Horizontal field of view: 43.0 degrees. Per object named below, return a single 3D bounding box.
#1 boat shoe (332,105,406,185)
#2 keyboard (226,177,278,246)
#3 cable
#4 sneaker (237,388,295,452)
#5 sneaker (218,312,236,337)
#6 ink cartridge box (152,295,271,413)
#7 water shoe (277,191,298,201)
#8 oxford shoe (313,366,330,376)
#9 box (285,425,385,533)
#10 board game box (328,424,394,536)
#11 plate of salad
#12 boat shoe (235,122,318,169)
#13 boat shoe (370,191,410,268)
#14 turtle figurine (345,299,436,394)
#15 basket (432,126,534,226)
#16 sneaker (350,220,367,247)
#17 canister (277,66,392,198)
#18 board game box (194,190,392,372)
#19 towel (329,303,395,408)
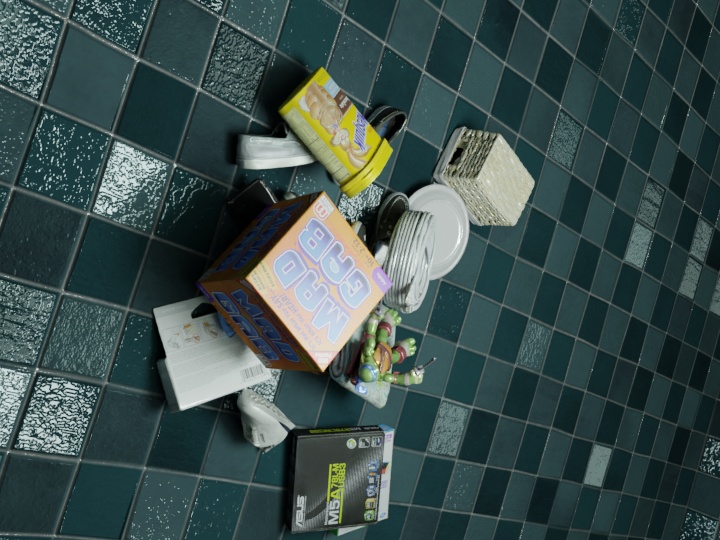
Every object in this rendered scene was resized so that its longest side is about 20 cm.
[{"bbox_3d":[0.018,-0.244,1.764,0.201,0.056,0.069,-54,131,-22],"label":"boat shoe"},{"bbox_3d":[-0.174,-0.052,1.629,0.126,0.021,0.202,-37,115,-8],"label":"keyboard"},{"bbox_3d":[0.100,-0.018,1.799,0.200,0.068,0.205,23,78,-76],"label":"cable"},{"bbox_3d":[-0.182,0.279,1.663,0.081,0.076,0.201,-45,150,-7],"label":"sneaker"},{"bbox_3d":[-0.165,0.075,1.632,0.197,0.065,0.080,-9,83,-38],"label":"sneaker"},{"bbox_3d":[-0.265,0.134,1.600,0.197,0.043,0.177,-15,85,-41],"label":"ink cartridge box"},{"bbox_3d":[-0.112,-0.052,1.700,0.078,0.071,0.202,-33,120,-8],"label":"water shoe"},{"bbox_3d":[-0.098,0.133,1.739,0.072,0.072,0.200,-57,132,-17],"label":"oxford shoe"},{"bbox_3d":[-0.050,0.415,1.831,0.189,0.047,0.205,1,100,-25],"label":"box"},{"bbox_3d":[0.000,0.440,1.932,0.151,0.040,0.205,-4,103,-44],"label":"board game box"},{"bbox_3d":[0.149,-0.082,1.942,0.196,0.048,0.205,-8,105,-32],"label":"plate of salad"},{"bbox_3d":[-0.134,-0.225,1.622,0.198,0.069,0.073,-15,111,-40],"label":"boat shoe"},{"bbox_3d":[0.058,-0.060,1.844,0.067,0.056,0.204,19,87,-17],"label":"boat shoe"},{"bbox_3d":[0.071,0.134,1.698,0.203,0.142,0.194,-65,176,19],"label":"turtle figurine"},{"bbox_3d":[0.273,-0.199,1.989,0.200,0.122,0.137,42,70,-41],"label":"basket"},{"bbox_3d":[0.000,0.000,1.753,0.086,0.076,0.204,12,59,-7],"label":"sneaker"},{"bbox_3d":[-0.044,-0.248,1.625,0.201,0.086,0.149,48,33,-14],"label":"canister"},{"bbox_3d":[-0.111,0.022,1.511,0.201,0.198,0.201,-49,113,-26],"label":"board game box"},{"bbox_3d":[0.010,0.147,1.794,0.170,0.047,0.204,36,53,-46],"label":"towel"}]
